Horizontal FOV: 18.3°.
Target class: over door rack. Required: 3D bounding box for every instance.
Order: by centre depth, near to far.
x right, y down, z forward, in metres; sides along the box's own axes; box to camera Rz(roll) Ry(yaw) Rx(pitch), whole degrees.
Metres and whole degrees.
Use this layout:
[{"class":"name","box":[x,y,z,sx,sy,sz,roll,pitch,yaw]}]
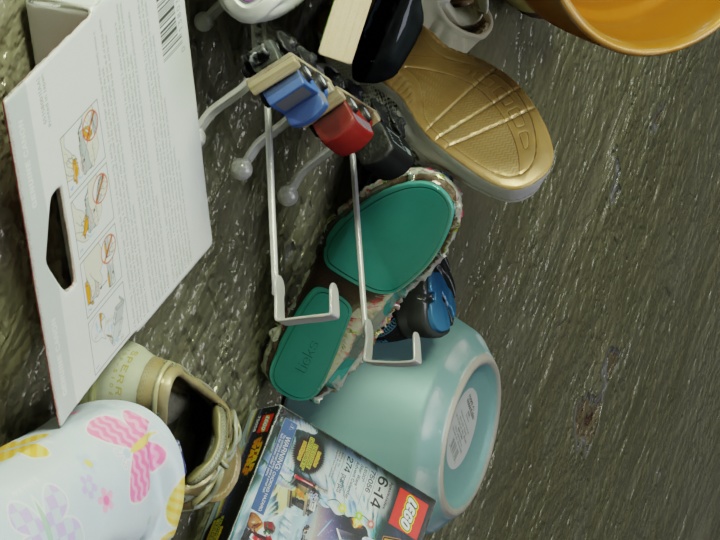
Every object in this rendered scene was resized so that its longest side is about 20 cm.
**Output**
[{"class":"over door rack","box":[-0.039,-0.043,1.291,0.148,0.066,0.201,29,44,-65]}]

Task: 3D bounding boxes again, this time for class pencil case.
[{"class":"pencil case","box":[-0.164,0.131,1.112,0.200,0.083,0.091,-28,107,-62]}]

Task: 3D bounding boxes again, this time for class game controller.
[{"class":"game controller","box":[0.022,-0.160,1.289,0.105,0.042,0.200,-57,-175,8]}]

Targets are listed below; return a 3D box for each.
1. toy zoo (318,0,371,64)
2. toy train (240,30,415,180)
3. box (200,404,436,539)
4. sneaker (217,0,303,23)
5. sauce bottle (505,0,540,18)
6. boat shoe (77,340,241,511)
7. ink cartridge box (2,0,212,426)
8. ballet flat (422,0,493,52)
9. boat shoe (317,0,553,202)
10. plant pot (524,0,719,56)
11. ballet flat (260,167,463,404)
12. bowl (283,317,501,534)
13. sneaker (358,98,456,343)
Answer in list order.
[{"class":"toy zoo","box":[0.008,-0.192,1.273,0.200,0.020,0.132,-85,-167,-79]},{"class":"toy train","box":[-0.014,-0.085,1.231,0.046,0.034,0.200,65,15,20]},{"class":"box","box":[-0.042,0.205,1.419,0.137,0.040,0.201,33,64,-27]},{"class":"sneaker","box":[-0.032,-0.189,1.270,0.200,0.074,0.100,-68,165,-46]},{"class":"sauce bottle","box":[0.131,-0.228,1.702,0.200,0.066,0.066,17,85,-71]},{"class":"boat shoe","box":[-0.103,0.093,1.275,0.201,0.063,0.073,60,46,-59]},{"class":"ink cartridge box","box":[-0.139,-0.051,1.139,0.174,0.043,0.201,-53,148,-46]},{"class":"ballet flat","box":[0.048,-0.192,1.496,0.200,0.069,0.070,40,63,-70]},{"class":"boat shoe","box":[0.048,-0.096,1.394,0.071,0.200,0.070,-28,141,-23]},{"class":"plant pot","box":[0.131,-0.249,1.355,0.199,0.183,0.201,-15,117,-31]},{"class":"ballet flat","box":[0.000,0.000,1.411,0.200,0.076,0.064,-51,-175,31]},{"class":"bowl","box":[0.030,0.105,1.563,0.201,0.105,0.202,13,90,-69]},{"class":"sneaker","box":[0.017,-0.044,1.508,0.073,0.082,0.201,53,33,-51]}]
